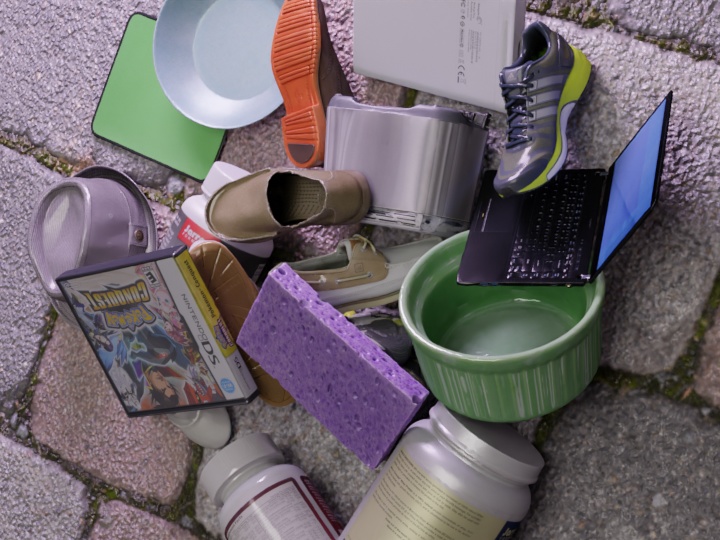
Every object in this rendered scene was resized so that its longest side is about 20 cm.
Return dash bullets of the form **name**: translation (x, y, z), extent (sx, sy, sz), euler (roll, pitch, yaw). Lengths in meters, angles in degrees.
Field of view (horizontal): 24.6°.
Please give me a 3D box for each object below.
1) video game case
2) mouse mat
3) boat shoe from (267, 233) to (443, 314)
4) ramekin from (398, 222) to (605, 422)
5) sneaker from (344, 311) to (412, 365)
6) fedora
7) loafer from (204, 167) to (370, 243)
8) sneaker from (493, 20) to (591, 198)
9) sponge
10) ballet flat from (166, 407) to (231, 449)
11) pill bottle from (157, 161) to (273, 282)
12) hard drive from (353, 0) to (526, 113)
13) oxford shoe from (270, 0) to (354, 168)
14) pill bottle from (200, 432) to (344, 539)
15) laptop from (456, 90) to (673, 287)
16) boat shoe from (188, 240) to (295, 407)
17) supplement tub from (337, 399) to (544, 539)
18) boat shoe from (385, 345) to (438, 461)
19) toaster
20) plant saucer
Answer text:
- **video game case**: translation (-0.219, 0.070, 1.763), extent (0.199, 0.025, 0.182), euler (-10, 112, 41)
- **mouse mat**: translation (-0.226, -0.207, 1.949), extent (0.199, 0.008, 0.162), euler (24, 96, 29)
- **boat shoe**: translation (0.000, 0.000, 1.700), extent (0.199, 0.075, 0.069), euler (-22, 107, -13)
- **ramekin**: translation (0.141, 0.054, 1.598), extent (0.198, 0.098, 0.201), euler (-8, 39, 7)
- **sneaker**: translation (-0.007, 0.086, 1.732), extent (0.200, 0.074, 0.085), euler (14, 105, 60)
- **fedora**: translation (-0.329, -0.029, 1.937), extent (0.176, 0.090, 0.202), euler (6, 87, 31)
- **loafer**: translation (-0.086, -0.073, 1.698), extent (0.199, 0.067, 0.077), euler (-11, 79, 31)
- **sneaker**: translation (0.164, -0.159, 1.630), extent (0.074, 0.081, 0.201), euler (-14, 46, 42)
- **sponge**: translation (-0.031, 0.096, 1.641), extent (0.200, 0.030, 0.112), euler (41, 132, 14)
- **ballet flat**: translation (-0.219, 0.121, 1.870), extent (0.069, 0.069, 0.201), euler (-42, 66, 19)
- **pill bottle**: translation (-0.167, -0.011, 1.827), extent (0.114, 0.114, 0.201), euler (35, 102, 29)
- **hard drive**: translation (0.080, -0.250, 1.733), extent (0.199, 0.027, 0.133), euler (18, 123, 30)
- **oxford shoe**: translation (-0.049, -0.211, 1.807), extent (0.071, 0.073, 0.202), euler (-4, 88, 44)
- **pill bottle**: translation (-0.081, 0.277, 1.744), extent (0.110, 0.109, 0.200), euler (-45, 64, 17)
- **laptop**: translation (0.196, -0.078, 1.578), extent (0.198, 0.104, 0.178), euler (0, 40, 17)
- **boat shoe**: translation (-0.121, 0.051, 1.759), extent (0.071, 0.069, 0.201), euler (-29, 104, -3)
- **supplement tub**: translation (0.079, 0.240, 1.635), extent (0.145, 0.145, 0.201), euler (38, 103, 28)
- **boat shoe**: translation (0.064, 0.109, 1.705), extent (0.072, 0.066, 0.202), euler (29, 98, 30)
- **toaster**: translation (0.049, -0.107, 1.716), extent (0.199, 0.113, 0.130), euler (10, 92, 33)
- **plant saucer**: translation (-0.141, -0.259, 1.879), extent (0.200, 0.039, 0.203), euler (-1, 86, 21)
